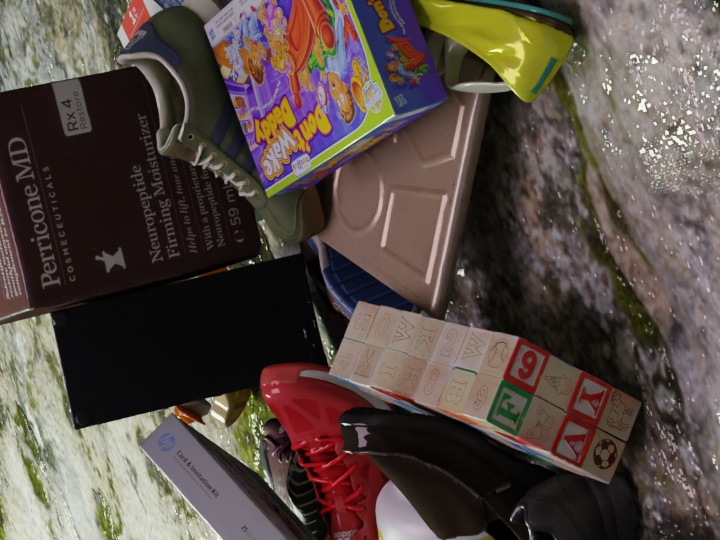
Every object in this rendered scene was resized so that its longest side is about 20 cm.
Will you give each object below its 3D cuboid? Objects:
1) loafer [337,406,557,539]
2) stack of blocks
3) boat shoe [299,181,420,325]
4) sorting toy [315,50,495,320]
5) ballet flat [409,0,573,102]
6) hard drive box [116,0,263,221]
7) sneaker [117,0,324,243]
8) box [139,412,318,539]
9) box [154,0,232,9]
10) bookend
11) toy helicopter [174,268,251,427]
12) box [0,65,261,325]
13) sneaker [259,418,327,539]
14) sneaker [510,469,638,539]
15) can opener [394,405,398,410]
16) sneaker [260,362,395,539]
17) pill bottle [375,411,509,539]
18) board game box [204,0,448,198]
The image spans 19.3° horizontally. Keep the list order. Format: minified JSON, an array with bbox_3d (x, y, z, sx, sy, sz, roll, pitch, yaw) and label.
[{"bbox_3d":[0.066,0.148,1.442,0.073,0.199,0.072,0,68,59],"label":"loafer"},{"bbox_3d":[0.081,0.080,1.439,0.199,0.115,0.059,12,77,58],"label":"stack of blocks"},{"bbox_3d":[0.000,0.000,1.619,0.200,0.072,0.073,-119,15,-50],"label":"boat shoe"},{"bbox_3d":[0.033,-0.083,1.505,0.200,0.036,0.187,39,123,54],"label":"sorting toy"},{"bbox_3d":[0.061,-0.155,1.391,0.199,0.066,0.068,27,102,50],"label":"ballet flat"},{"bbox_3d":[-0.111,-0.155,1.723,0.201,0.076,0.156,64,152,16],"label":"hard drive box"},{"bbox_3d":[-0.109,-0.097,1.553,0.067,0.090,0.202,-11,107,60],"label":"sneaker"},{"bbox_3d":[-0.080,0.200,1.663,0.156,0.041,0.200,45,180,26],"label":"box"},{"bbox_3d":[-0.081,-0.222,1.569,0.200,0.040,0.138,42,127,29],"label":"box"},{"bbox_3d":[-0.130,0.065,1.682,0.199,0.198,0.093,104,153,-82],"label":"bookend"},{"bbox_3d":[-0.123,0.094,1.862,0.078,0.133,0.200,26,157,13],"label":"toy helicopter"},{"bbox_3d":[-0.210,-0.060,1.654,0.164,0.198,0.168,-14,91,62],"label":"box"},{"bbox_3d":[-0.051,0.152,1.800,0.116,0.075,0.201,55,150,36],"label":"sneaker"},{"bbox_3d":[0.149,0.231,1.446,0.076,0.090,0.202,0,107,60],"label":"sneaker"},{"bbox_3d":[0.022,0.181,1.722,0.066,0.053,0.202,17,127,20],"label":"can opener"},{"bbox_3d":[-0.011,0.155,1.577,0.078,0.200,0.116,-11,54,38],"label":"sneaker"},{"bbox_3d":[0.070,0.207,1.559,0.111,0.110,0.202,23,126,56],"label":"pill bottle"},{"bbox_3d":[-0.028,-0.144,1.445,0.200,0.044,0.136,-29,82,60],"label":"board game box"}]
